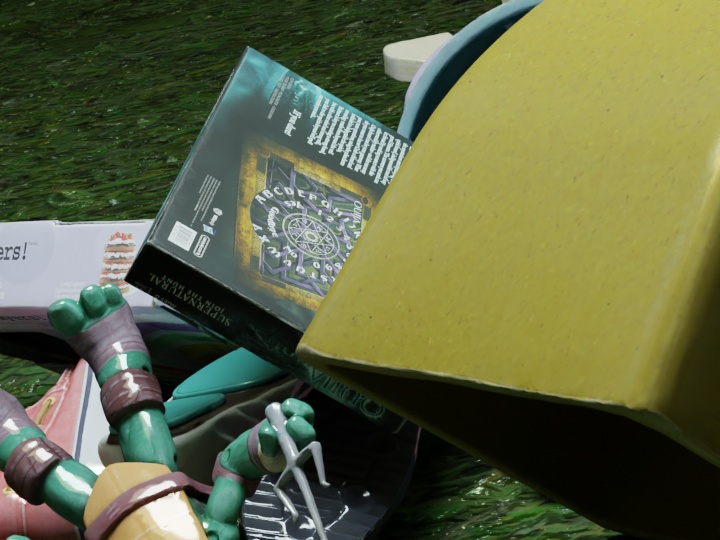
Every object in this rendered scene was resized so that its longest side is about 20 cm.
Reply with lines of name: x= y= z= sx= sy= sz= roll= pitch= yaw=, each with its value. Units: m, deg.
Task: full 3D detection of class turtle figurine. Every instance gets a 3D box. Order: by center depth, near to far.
turtle figurine: x=-0.093 y=0.099 z=1.051 sx=0.150 sy=0.101 sz=0.200 roll=-27 pitch=46 yaw=-16

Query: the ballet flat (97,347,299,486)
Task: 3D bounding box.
ballet flat: x=-0.065 y=0.081 z=1.212 sx=0.069 sy=0.069 sz=0.200 roll=-5 pitch=9 yaw=21

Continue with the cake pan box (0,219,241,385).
cake pan box: x=-0.128 y=0.019 z=1.358 sx=0.200 sy=0.052 sz=0.184 roll=0 pitch=-17 yaw=33

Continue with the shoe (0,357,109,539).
shoe: x=-0.157 y=0.086 z=1.241 sx=0.091 sy=0.072 sz=0.200 roll=-5 pitch=18 yaw=-1

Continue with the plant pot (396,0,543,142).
plant pot: x=0.136 y=-0.056 z=1.377 sx=0.200 sy=0.200 sz=0.196 roll=-7 pitch=6 yaw=16

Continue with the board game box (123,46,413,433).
board game box: x=-0.020 y=-0.019 z=1.162 sx=0.135 sy=0.028 sz=0.200 roll=30 pitch=30 yaw=-6

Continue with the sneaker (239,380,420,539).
sneaker: x=-0.008 y=0.087 z=1.172 sx=0.070 sy=0.082 sz=0.200 roll=20 pitch=40 yaw=6

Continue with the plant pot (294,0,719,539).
plant pot: x=0.133 y=-0.011 z=0.979 sx=0.194 sy=0.200 sz=0.195 roll=31 pitch=-15 yaw=-36

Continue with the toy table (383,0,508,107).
toy table: x=0.116 y=-0.145 z=1.786 sx=0.200 sy=0.184 sz=0.117 roll=-2 pitch=27 yaw=-17
